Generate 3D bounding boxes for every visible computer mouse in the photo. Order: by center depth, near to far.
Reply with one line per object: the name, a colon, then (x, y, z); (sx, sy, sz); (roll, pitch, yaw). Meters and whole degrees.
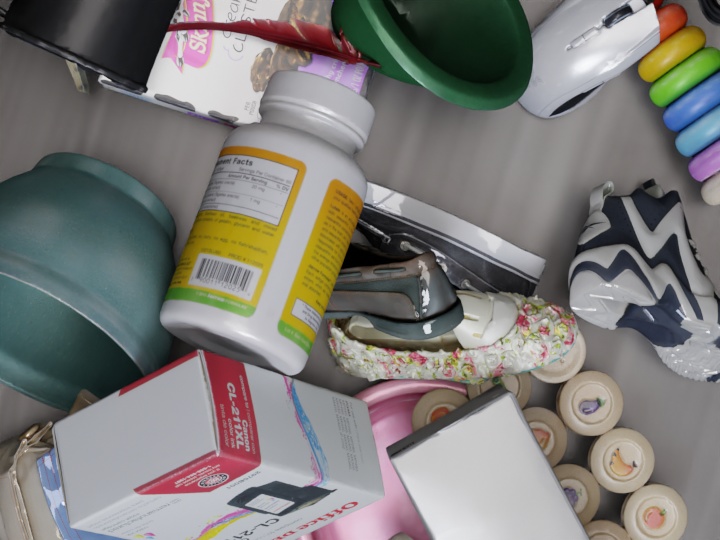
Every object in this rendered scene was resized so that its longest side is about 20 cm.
computer mouse: (0.185, -0.181, 1.731); (0.200, 0.044, 0.110); (-38, 81, 29)

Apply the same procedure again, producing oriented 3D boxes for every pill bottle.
pill bottle: (-0.060, -0.036, 1.658); (0.110, 0.111, 0.201); (21, 77, -3)

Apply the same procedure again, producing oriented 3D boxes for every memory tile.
memory tile: (0.144, 0.150, 1.749); (0.153, 0.017, 0.201); (-32, 92, -1)

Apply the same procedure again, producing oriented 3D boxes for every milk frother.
milk frother: (-0.210, -0.251, 1.624); (0.180, 0.200, 0.189); (24, 92, 22)

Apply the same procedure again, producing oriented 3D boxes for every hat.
hat: (0.001, -0.164, 1.703); (0.176, 0.166, 0.200); (-36, 91, 41)

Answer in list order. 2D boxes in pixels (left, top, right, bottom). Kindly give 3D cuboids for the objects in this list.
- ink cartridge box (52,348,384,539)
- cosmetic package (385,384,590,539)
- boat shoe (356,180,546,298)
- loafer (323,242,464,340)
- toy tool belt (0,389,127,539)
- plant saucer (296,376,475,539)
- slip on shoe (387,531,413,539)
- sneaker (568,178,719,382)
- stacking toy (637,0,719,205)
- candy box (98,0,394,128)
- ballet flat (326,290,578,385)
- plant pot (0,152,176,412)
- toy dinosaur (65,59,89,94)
ink cartridge box: (-0.098, 0.138, 1.667); (0.145, 0.200, 0.083); (-28, 62, 28)
cosmetic package: (0.108, 0.195, 1.699); (0.106, 0.090, 0.201); (-27, 90, -2)
boat shoe: (0.041, -0.017, 1.766); (0.199, 0.072, 0.068); (24, 89, -10)
loafer: (0.000, 0.000, 1.708); (0.072, 0.199, 0.063); (-30, 117, -33)
toy tool belt: (-0.194, 0.197, 1.724); (0.122, 0.125, 0.201); (-30, 93, 22)
plant saucer: (0.047, 0.181, 1.779); (0.199, 0.051, 0.202); (0, 91, -2)
slip on shoe: (0.061, 0.291, 1.710); (0.060, 0.076, 0.201); (-28, 85, -11)
sneaker: (0.240, -0.002, 1.766); (0.198, 0.079, 0.130); (22, 57, -27)
stacking toy: (0.249, -0.154, 1.767); (0.085, 0.085, 0.201); (-32, 88, -1)
candy box: (-0.081, -0.191, 1.751); (0.199, 0.072, 0.169); (16, 91, -3)
ballet flat: (0.061, 0.046, 1.727); (0.199, 0.064, 0.076); (-7, 49, 23)
plant pot: (-0.215, 0.000, 1.706); (0.199, 0.200, 0.135); (28, 64, -3)
toy dinosaur: (-0.216, -0.241, 1.750); (0.088, 0.047, 0.201); (16, 83, 12)
